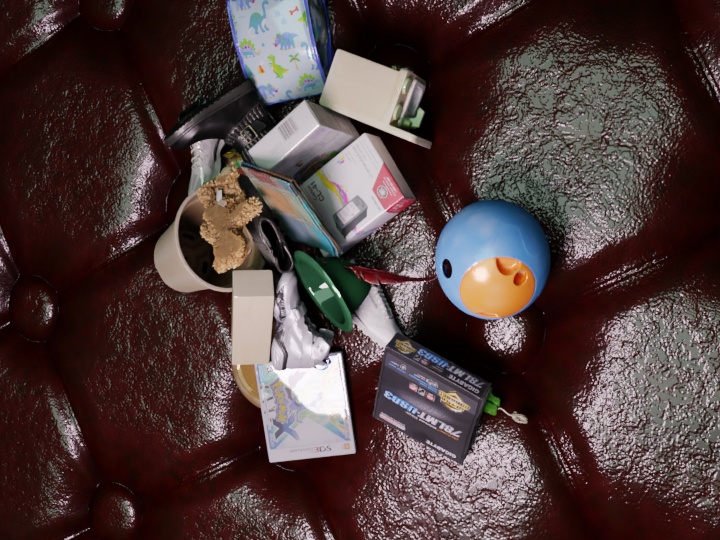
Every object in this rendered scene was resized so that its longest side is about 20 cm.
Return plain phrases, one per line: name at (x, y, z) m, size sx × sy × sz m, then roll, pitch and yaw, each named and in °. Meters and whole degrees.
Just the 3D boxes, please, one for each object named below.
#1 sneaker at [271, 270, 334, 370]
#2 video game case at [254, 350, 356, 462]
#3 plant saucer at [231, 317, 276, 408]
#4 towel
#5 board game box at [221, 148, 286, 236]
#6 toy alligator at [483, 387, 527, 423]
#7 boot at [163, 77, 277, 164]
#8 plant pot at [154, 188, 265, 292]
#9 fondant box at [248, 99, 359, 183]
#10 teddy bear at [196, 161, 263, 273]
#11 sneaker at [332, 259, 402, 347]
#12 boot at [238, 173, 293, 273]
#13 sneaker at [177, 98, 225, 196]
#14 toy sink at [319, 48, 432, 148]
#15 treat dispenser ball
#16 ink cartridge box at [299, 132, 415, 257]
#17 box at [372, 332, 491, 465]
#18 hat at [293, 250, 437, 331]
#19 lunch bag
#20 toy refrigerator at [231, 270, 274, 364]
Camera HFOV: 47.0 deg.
sneaker at (-0.106, 0.099, 1.565) m, size 0.112 × 0.075 × 0.205 m, roll 6°, pitch 109°, yaw 4°
video game case at (-0.108, 0.270, 1.632) m, size 0.178 × 0.022 × 0.205 m, roll -8°, pitch 95°, yaw 8°
plant saucer at (-0.184, 0.188, 1.677) m, size 0.195 × 0.035 × 0.206 m, roll 1°, pitch 93°, yaw 21°
towel at (-0.123, -0.107, 1.476) m, size 0.145 × 0.201 × 0.022 m, roll 22°, pitch 67°, yaw 40°
board game box at (-0.210, -0.154, 1.666) m, size 0.124 × 0.034 × 0.204 m, roll -25°, pitch 84°, yaw 21°
toy alligator at (0.217, 0.229, 1.519) m, size 0.196 × 0.060 × 0.055 m, roll 13°, pitch 56°, yaw 21°
boot at (-0.250, -0.246, 1.572) m, size 0.209 × 0.079 × 0.160 m, roll -32°, pitch 111°, yaw -4°
plant pot at (-0.310, -0.040, 1.623) m, size 0.182 × 0.198 × 0.205 m, roll -21°, pitch 85°, yaw 50°
fondant box at (-0.099, -0.232, 1.531) m, size 0.143 × 0.199 × 0.059 m, roll -38°, pitch 77°, yaw 18°
teddy bear at (-0.236, -0.095, 1.486) m, size 0.145 × 0.066 × 0.202 m, roll -42°, pitch 57°, yaw 13°
sneaker at (0.021, 0.070, 1.575) m, size 0.200 × 0.076 × 0.081 m, roll 44°, pitch 98°, yaw 12°
boot at (-0.181, -0.092, 1.528) m, size 0.067 × 0.130 × 0.203 m, roll -31°, pitch 99°, yaw -10°
sneaker at (-0.328, -0.243, 1.633) m, size 0.074 × 0.115 × 0.205 m, roll 0°, pitch 71°, yaw 39°
toy sink at (0.047, -0.315, 1.509) m, size 0.197 × 0.130 × 0.114 m, roll 25°, pitch 101°, yaw 18°
treat dispenser ball at (0.226, -0.018, 1.420) m, size 0.196 × 0.200 × 0.207 m, roll 1°, pitch 94°, yaw 20°
ink cartridge box at (-0.016, -0.140, 1.568) m, size 0.198 × 0.085 × 0.149 m, roll -36°, pitch 81°, yaw 18°
box at (0.125, 0.236, 1.505) m, size 0.197 × 0.050 × 0.201 m, roll 27°, pitch 134°, yaw 18°
hat at (0.000, 0.000, 1.526) m, size 0.175 × 0.166 × 0.201 m, roll -37°, pitch 86°, yaw -17°
lunch bag at (-0.144, -0.427, 1.576) m, size 0.166 × 0.127 × 0.205 m, roll -6°, pitch 101°, yaw 20°
toy refrigerator at (-0.205, 0.089, 1.559) m, size 0.074 × 0.071 × 0.202 m, roll -1°, pitch 138°, yaw -10°
